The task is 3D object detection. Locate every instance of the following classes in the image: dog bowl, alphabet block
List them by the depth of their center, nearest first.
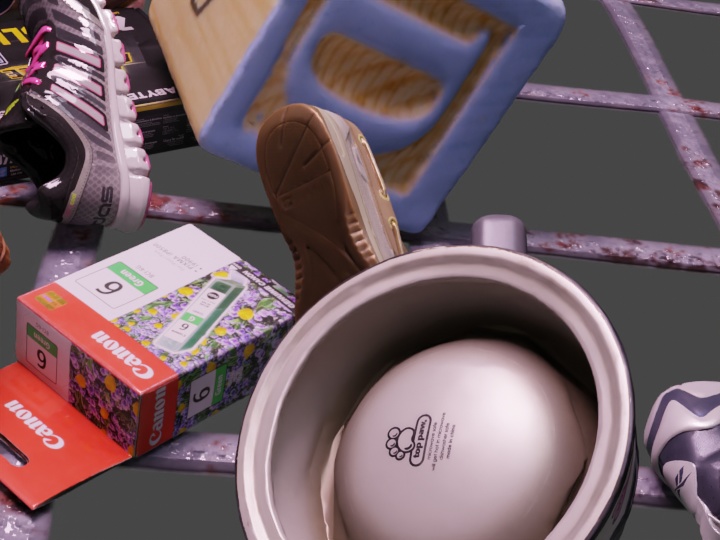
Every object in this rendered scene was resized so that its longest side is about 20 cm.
[{"bbox_3d":[0.043,0.090,0.639,0.200,0.074,0.201,-13,56,21],"label":"dog bowl"},{"bbox_3d":[-0.011,-0.180,0.925,0.195,0.197,0.200,22,25,-31],"label":"alphabet block"}]

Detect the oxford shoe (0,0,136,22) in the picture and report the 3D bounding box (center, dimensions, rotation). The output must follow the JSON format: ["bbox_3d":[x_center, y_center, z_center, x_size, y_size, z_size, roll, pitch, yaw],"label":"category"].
[{"bbox_3d":[-0.251,-0.229,1.056,0.200,0.071,0.073,-18,7,-1],"label":"oxford shoe"}]

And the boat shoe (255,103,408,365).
[{"bbox_3d":[0.000,0.000,0.764,0.074,0.200,0.066,-14,-2,33],"label":"boat shoe"}]

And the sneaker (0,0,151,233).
[{"bbox_3d":[-0.205,-0.117,0.877,0.087,0.074,0.200,-9,77,-37],"label":"sneaker"}]

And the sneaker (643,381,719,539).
[{"bbox_3d":[0.267,0.122,0.725,0.199,0.080,0.130,5,36,-8],"label":"sneaker"}]

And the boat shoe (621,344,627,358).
[{"bbox_3d":[0.068,0.037,0.805,0.200,0.065,0.073,16,36,10],"label":"boat shoe"}]

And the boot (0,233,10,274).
[{"bbox_3d":[-0.295,0.001,0.719,0.199,0.074,0.155,-2,-2,-4],"label":"boot"}]

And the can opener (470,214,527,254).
[{"bbox_3d":[0.059,0.062,0.721,0.067,0.053,0.200,0,59,4],"label":"can opener"}]

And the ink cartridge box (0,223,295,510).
[{"bbox_3d":[-0.136,0.047,0.748,0.109,0.050,0.200,33,39,28],"label":"ink cartridge box"}]

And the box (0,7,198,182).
[{"bbox_3d":[-0.224,-0.138,0.998,0.200,0.049,0.160,-14,39,-31],"label":"box"}]
